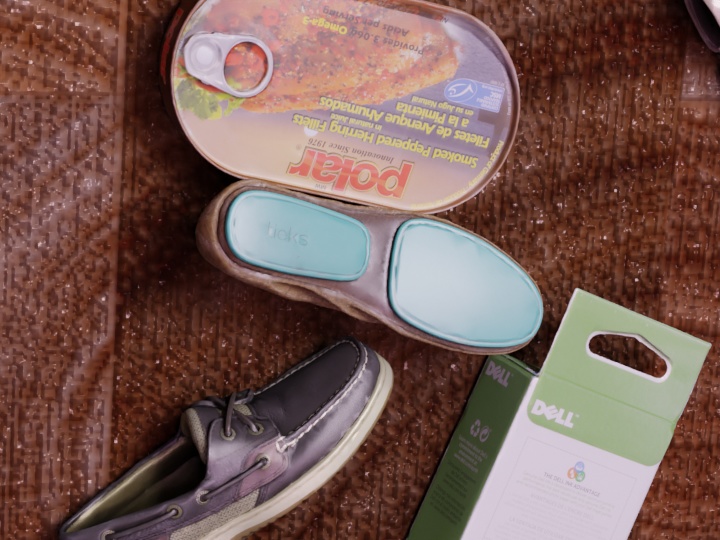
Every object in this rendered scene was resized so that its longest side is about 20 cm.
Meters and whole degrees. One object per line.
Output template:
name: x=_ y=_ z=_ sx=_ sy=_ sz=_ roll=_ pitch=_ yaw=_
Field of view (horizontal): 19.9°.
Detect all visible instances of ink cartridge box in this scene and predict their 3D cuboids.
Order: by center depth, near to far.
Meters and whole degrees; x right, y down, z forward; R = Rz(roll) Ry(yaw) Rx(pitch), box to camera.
ink cartridge box: x=0.108 y=0.111 z=1.167 sx=0.103 sy=0.059 sz=0.201 roll=22 pitch=94 yaw=-26

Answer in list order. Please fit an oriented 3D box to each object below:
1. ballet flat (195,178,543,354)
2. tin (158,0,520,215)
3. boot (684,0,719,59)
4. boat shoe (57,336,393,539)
ballet flat: x=0.000 y=0.000 z=1.088 sx=0.198 sy=0.072 sz=0.068 roll=13 pitch=80 yaw=-25
tin: x=-0.011 y=-0.095 z=1.079 sx=0.198 sy=0.042 sz=0.113 roll=12 pitch=94 yaw=-24
boot: x=0.244 y=-0.188 z=1.144 sx=0.146 sy=0.070 sz=0.201 roll=-31 pitch=112 yaw=-10
boat shoe: x=-0.072 y=0.100 z=1.084 sx=0.200 sy=0.072 sz=0.066 roll=-40 pitch=120 yaw=-4
